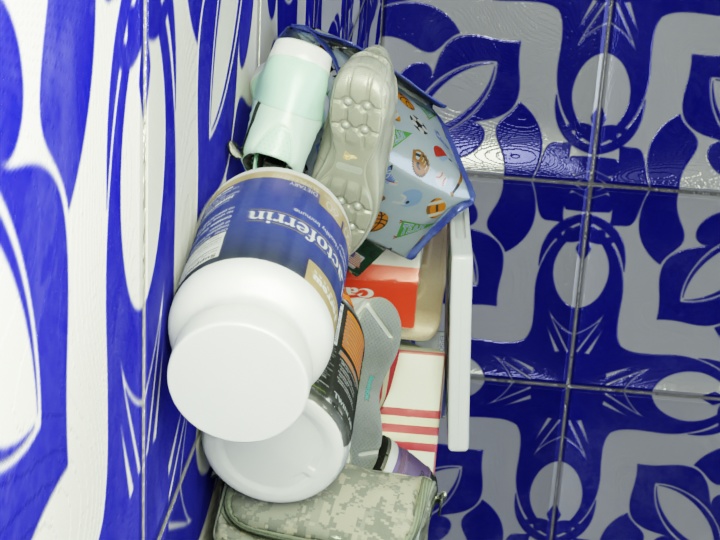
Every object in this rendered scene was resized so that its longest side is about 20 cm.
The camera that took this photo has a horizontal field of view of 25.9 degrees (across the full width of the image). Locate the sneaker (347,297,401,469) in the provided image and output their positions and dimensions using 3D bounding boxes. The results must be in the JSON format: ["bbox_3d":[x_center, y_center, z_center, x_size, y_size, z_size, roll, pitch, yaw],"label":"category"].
[{"bbox_3d":[-0.020,0.121,1.453,0.080,0.070,0.202,7,-100,50],"label":"sneaker"}]

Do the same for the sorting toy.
[{"bbox_3d":[0.000,0.000,1.663,0.201,0.183,0.037,-79,173,-51],"label":"sorting toy"}]

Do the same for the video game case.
[{"bbox_3d":[0.096,0.048,1.542,0.182,0.023,0.202,-85,176,-69],"label":"video game case"}]

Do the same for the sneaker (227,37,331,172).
[{"bbox_3d":[-0.074,-0.114,1.337,0.200,0.073,0.119,114,-6,-79],"label":"sneaker"}]

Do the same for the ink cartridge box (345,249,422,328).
[{"bbox_3d":[-0.013,-0.027,1.628,0.201,0.161,0.057,-81,174,-56],"label":"ink cartridge box"}]

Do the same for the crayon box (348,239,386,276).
[{"bbox_3d":[-0.028,-0.102,1.597,0.051,0.127,0.201,-44,-156,33],"label":"crayon box"}]

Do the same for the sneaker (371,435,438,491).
[{"bbox_3d":[0.011,0.261,1.450,0.076,0.087,0.201,-5,-126,62],"label":"sneaker"}]

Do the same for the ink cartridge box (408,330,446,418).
[{"bbox_3d":[-0.001,0.108,1.718,0.039,0.198,0.100,79,17,-77],"label":"ink cartridge box"}]

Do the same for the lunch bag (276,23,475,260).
[{"bbox_3d":[0.004,-0.138,1.512,0.124,0.169,0.201,-41,-135,24],"label":"lunch bag"}]

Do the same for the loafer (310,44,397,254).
[{"bbox_3d":[-0.003,-0.099,1.345,0.070,0.069,0.201,-62,170,-50],"label":"loafer"}]

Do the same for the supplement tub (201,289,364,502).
[{"bbox_3d":[-0.060,0.089,1.319,0.200,0.121,0.123,-81,174,-59],"label":"supplement tub"}]

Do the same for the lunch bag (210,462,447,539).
[{"bbox_3d":[-0.036,0.241,1.333,0.140,0.198,0.169,83,18,-66],"label":"lunch bag"}]

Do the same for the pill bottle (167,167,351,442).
[{"bbox_3d":[-0.071,0.022,1.090,0.201,0.115,0.117,-81,174,-58],"label":"pill bottle"}]

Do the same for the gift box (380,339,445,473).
[{"bbox_3d":[-0.026,0.157,1.580,0.187,0.198,0.186,-169,-101,-78],"label":"gift box"}]
